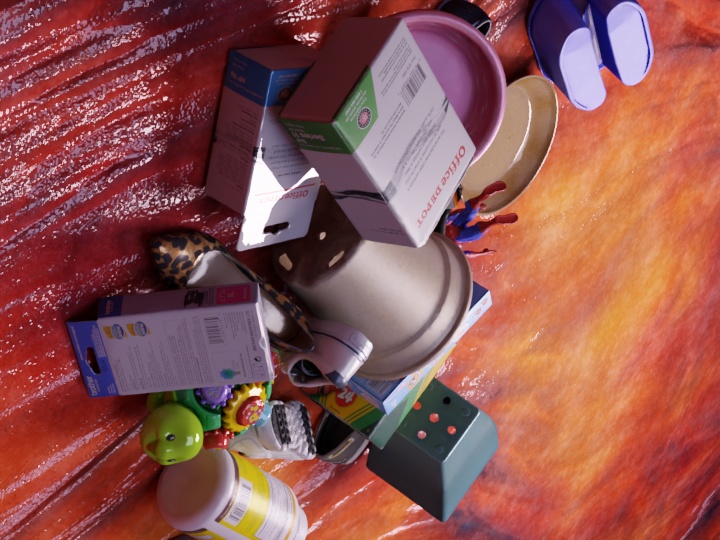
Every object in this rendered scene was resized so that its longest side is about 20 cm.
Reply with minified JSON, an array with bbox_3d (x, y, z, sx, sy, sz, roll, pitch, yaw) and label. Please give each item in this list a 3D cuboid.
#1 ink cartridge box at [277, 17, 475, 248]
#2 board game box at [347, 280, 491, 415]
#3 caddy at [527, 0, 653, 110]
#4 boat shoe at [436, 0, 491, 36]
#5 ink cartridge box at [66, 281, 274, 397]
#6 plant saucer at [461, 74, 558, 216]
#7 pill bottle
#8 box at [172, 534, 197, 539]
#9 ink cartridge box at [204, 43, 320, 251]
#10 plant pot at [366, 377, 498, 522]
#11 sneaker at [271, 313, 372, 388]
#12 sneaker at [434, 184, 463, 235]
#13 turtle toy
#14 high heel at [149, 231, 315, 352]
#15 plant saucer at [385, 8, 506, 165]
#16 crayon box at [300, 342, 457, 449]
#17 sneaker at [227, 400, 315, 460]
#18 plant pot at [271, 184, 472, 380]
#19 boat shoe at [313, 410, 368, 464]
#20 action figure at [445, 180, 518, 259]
[{"bbox_3d":[0.023,-0.140,1.380,0.147,0.083,0.200,-58,135,-25],"label":"ink cartridge box"},{"bbox_3d":[0.043,0.065,1.662,0.200,0.151,0.037,-45,145,-18],"label":"board game box"},{"bbox_3d":[0.297,-0.308,1.736,0.141,0.105,0.200,-31,144,0],"label":"caddy"},{"bbox_3d":[0.086,-0.222,1.561,0.084,0.069,0.201,5,112,-53],"label":"boat shoe"},{"bbox_3d":[-0.197,0.074,1.394,0.199,0.042,0.120,-7,133,0],"label":"ink cartridge box"},{"bbox_3d":[0.186,-0.170,1.761,0.200,0.035,0.201,-31,138,-33],"label":"plant saucer"},{"bbox_3d":[-0.148,0.288,1.612,0.109,0.109,0.200,-54,139,-5],"label":"pill bottle"},{"bbox_3d":[-0.206,0.423,1.719,0.158,0.048,0.201,-15,127,-45],"label":"box"},{"bbox_3d":[-0.094,-0.130,1.404,0.116,0.068,0.201,-14,126,-47],"label":"ink cartridge box"},{"bbox_3d":[0.100,0.228,1.812,0.141,0.141,0.200,-52,166,-16],"label":"plant pot"},{"bbox_3d":[-0.067,0.092,1.515,0.073,0.200,0.071,46,69,-23],"label":"sneaker"},{"bbox_3d":[0.101,-0.126,1.650,0.074,0.079,0.201,-10,122,-46],"label":"sneaker"},{"bbox_3d":[-0.171,0.147,1.497,0.200,0.101,0.146,-29,137,-36],"label":"turtle toy"},{"bbox_3d":[-0.131,0.024,1.413,0.072,0.142,0.200,-57,146,-2],"label":"high heel"},{"bbox_3d":[0.063,-0.196,1.498,0.199,0.051,0.202,-4,113,-10],"label":"plant saucer"},{"bbox_3d":[0.032,0.110,1.707,0.200,0.127,0.051,-54,146,-8],"label":"crayon box"},{"bbox_3d":[-0.111,0.203,1.658,0.081,0.076,0.200,-16,164,12],"label":"sneaker"},{"bbox_3d":[0.000,0.000,1.542,0.201,0.200,0.183,-55,136,-5],"label":"plant pot"},{"bbox_3d":[0.003,0.170,1.765,0.202,0.072,0.060,-60,151,10],"label":"boat shoe"},{"bbox_3d":[0.153,-0.059,1.705,0.099,0.066,0.200,-14,171,-30],"label":"action figure"}]
